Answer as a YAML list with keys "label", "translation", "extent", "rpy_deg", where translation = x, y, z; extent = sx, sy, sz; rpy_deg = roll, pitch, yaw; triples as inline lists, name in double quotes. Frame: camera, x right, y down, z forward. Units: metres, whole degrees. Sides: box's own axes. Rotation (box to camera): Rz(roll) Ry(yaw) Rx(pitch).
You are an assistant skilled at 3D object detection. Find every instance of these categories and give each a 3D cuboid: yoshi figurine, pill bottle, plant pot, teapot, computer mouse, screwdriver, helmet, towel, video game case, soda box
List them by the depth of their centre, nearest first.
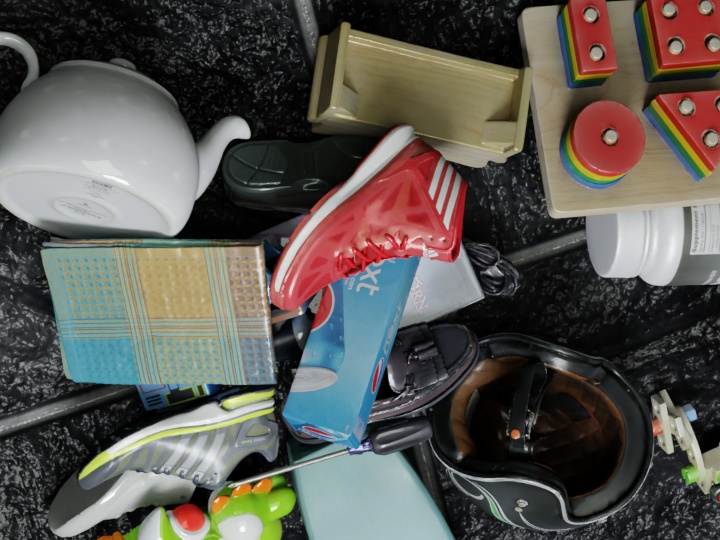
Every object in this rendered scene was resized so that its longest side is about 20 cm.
- label: "teapot"
  translation: [-0.229, -0.119, 1.393]
  extent: [0.195, 0.200, 0.148]
  rpy_deg: [0, 68, 24]
- label: "towel"
  translation: [-0.176, 0.037, 1.421]
  extent: [0.197, 0.022, 0.148]
  rpy_deg: [0, 119, 7]
- label: "soda box"
  translation: [-0.005, 0.053, 1.447]
  extent: [0.067, 0.064, 0.202]
  rpy_deg: [16, 75, 12]
- label: "screwdriver"
  translation: [-0.028, 0.169, 1.489]
  extent: [0.198, 0.029, 0.028]
  rpy_deg: [-12, 139, -5]
- label: "video game case"
  translation: [0.000, 0.000, 1.517]
  extent: [0.198, 0.019, 0.144]
  rpy_deg: [-24, 92, 2]
- label: "helmet"
  translation: [0.176, 0.158, 1.543]
  extent: [0.201, 0.200, 0.190]
  rpy_deg: [-51, 136, 7]
- label: "yoshi figurine"
  translation: [-0.151, 0.269, 1.546]
  extent: [0.198, 0.112, 0.113]
  rpy_deg: [-24, 87, -17]
- label: "pill bottle"
  translation: [0.327, -0.043, 1.553]
  extent: [0.197, 0.114, 0.115]
  rpy_deg: [-2, 108, -11]
- label: "computer mouse"
  translation: [0.052, 0.045, 1.554]
  extent: [0.138, 0.053, 0.201]
  rpy_deg: [33, 92, -2]
- label: "plant pot"
  translation: [0.009, 0.245, 1.569]
  extent: [0.140, 0.141, 0.202]
  rpy_deg: [-26, 100, -3]

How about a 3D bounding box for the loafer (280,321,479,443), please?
- label: "loafer"
  translation: [0.017, 0.102, 1.489]
  extent: [0.198, 0.072, 0.063]
  rpy_deg: [-25, 156, 3]

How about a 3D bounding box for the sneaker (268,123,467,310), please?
- label: "sneaker"
  translation: [0.017, -0.024, 1.394]
  extent: [0.115, 0.078, 0.201]
  rpy_deg: [38, 85, 15]

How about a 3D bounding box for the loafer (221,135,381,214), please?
- label: "loafer"
  translation: [-0.030, -0.083, 1.484]
  extent: [0.197, 0.063, 0.073]
  rpy_deg: [4, 63, -3]

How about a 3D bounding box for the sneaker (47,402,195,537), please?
- label: "sneaker"
  translation: [-0.206, 0.205, 1.546]
  extent: [0.199, 0.075, 0.089]
  rpy_deg: [-36, 123, 0]

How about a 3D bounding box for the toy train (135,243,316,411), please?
- label: "toy train"
  translation: [-0.130, 0.052, 1.482]
  extent: [0.198, 0.087, 0.115]
  rpy_deg: [-17, 104, 13]

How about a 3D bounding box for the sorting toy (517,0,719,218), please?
- label: "sorting toy"
  translation: [0.262, -0.161, 1.474]
  extent: [0.197, 0.070, 0.201]
  rpy_deg: [-5, 78, -11]

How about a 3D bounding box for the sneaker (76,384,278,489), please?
- label: "sneaker"
  translation: [-0.163, 0.169, 1.472]
  extent: [0.198, 0.074, 0.082]
  rpy_deg: [-18, 94, -8]

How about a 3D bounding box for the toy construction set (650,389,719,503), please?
- label: "toy construction set"
  translation: [0.394, 0.165, 1.647]
  extent: [0.197, 0.093, 0.132]
  rpy_deg: [-11, 134, -1]

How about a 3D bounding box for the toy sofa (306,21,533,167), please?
- label: "toy sofa"
  translation: [0.052, -0.160, 1.482]
  extent: [0.198, 0.098, 0.084]
  rpy_deg: [11, 81, -15]
